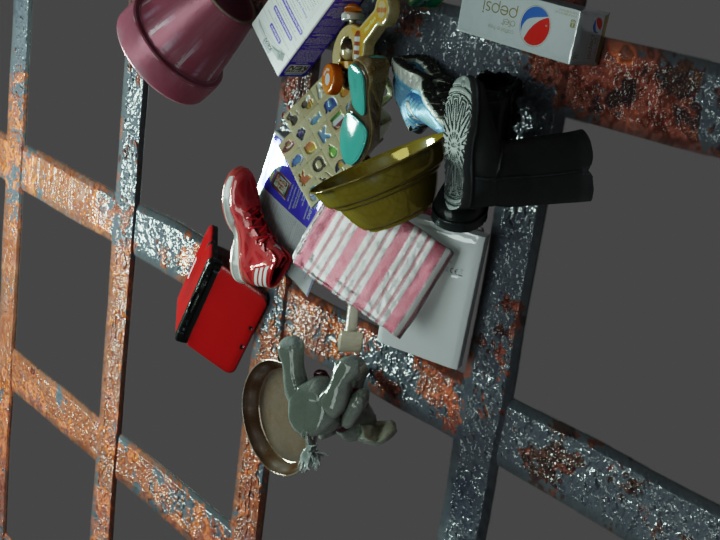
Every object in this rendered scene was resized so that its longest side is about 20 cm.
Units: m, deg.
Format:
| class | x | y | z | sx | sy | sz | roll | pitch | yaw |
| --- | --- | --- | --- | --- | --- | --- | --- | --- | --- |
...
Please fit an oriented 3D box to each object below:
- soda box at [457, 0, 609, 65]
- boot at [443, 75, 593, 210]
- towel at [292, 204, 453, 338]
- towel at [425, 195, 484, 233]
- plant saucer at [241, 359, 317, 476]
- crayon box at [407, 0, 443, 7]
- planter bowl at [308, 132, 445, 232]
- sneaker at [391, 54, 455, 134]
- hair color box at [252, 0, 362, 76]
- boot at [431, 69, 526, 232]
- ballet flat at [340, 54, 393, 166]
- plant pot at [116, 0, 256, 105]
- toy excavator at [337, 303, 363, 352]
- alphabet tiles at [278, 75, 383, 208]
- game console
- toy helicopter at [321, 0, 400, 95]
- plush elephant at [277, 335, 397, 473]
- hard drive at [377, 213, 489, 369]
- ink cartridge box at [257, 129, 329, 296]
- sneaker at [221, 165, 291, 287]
| class | x | y | z | sx | sy | sz | roll | pitch | yaw |
| --- | --- | --- | --- | --- | --- | --- | --- | --- | --- |
| soda box | 0.219 | -0.319 | 1.474 | 0.199 | 0.063 | 0.069 | 29 | 117 | 43 |
| boot | 0.201 | -0.158 | 1.414 | 0.066 | 0.198 | 0.167 | -143 | 53 | -60 |
| towel | 0.016 | -0.020 | 1.611 | 0.199 | 0.030 | 0.147 | 35 | 101 | 12 |
| towel | 0.101 | -0.003 | 1.677 | 0.146 | 0.030 | 0.202 | 34 | 119 | 39 |
| plant saucer | -0.133 | 0.251 | 1.974 | 0.199 | 0.034 | 0.203 | 9 | 102 | 46 |
| crayon box | 0.123 | -0.466 | 1.562 | 0.200 | 0.058 | 0.120 | -38 | 68 | 44 |
| planter bowl | 0.038 | -0.105 | 1.514 | 0.199 | 0.200 | 0.084 | -13 | 104 | 48 |
| sneaker | 0.103 | -0.227 | 1.611 | 0.200 | 0.078 | 0.091 | -122 | 31 | -48 |
| hair color box | -0.082 | -0.409 | 1.796 | 0.200 | 0.064 | 0.110 | -44 | 64 | 40 |
| boot | 0.153 | -0.158 | 1.479 | 0.073 | 0.198 | 0.164 | 18 | 124 | 18 |
| ballet flat | 0.014 | -0.237 | 1.685 | 0.068 | 0.072 | 0.201 | 47 | 150 | 32 |
| plant pot | -0.280 | -0.412 | 1.938 | 0.178 | 0.199 | 0.202 | -35 | 69 | 29 |
| toy excavator | 0.000 | 0.000 | 1.734 | 0.201 | 0.099 | 0.196 | 100 | 174 | -56 |
| alphabet tiles | -0.049 | -0.200 | 1.792 | 0.166 | 0.006 | 0.201 | -42 | 60 | 25 |
| game console | -0.254 | 0.051 | 2.090 | 0.173 | 0.118 | 0.201 | -98 | 30 | -50 |
| toy helicopter | 0.007 | -0.348 | 1.679 | 0.200 | 0.078 | 0.134 | 139 | 127 | -57 |
| plush elephant | -0.029 | 0.207 | 1.778 | 0.163 | 0.154 | 0.203 | 5 | 92 | 38 |
| hard drive | 0.101 | 0.027 | 1.634 | 0.131 | 0.026 | 0.202 | 18 | 112 | 22 |
| ink cartridge box | -0.100 | -0.094 | 1.878 | 0.200 | 0.043 | 0.200 | 45 | 127 | 35 |
| sneaker | -0.159 | -0.067 | 1.876 | 0.115 | 0.078 | 0.202 | 14 | 120 | 38 |
